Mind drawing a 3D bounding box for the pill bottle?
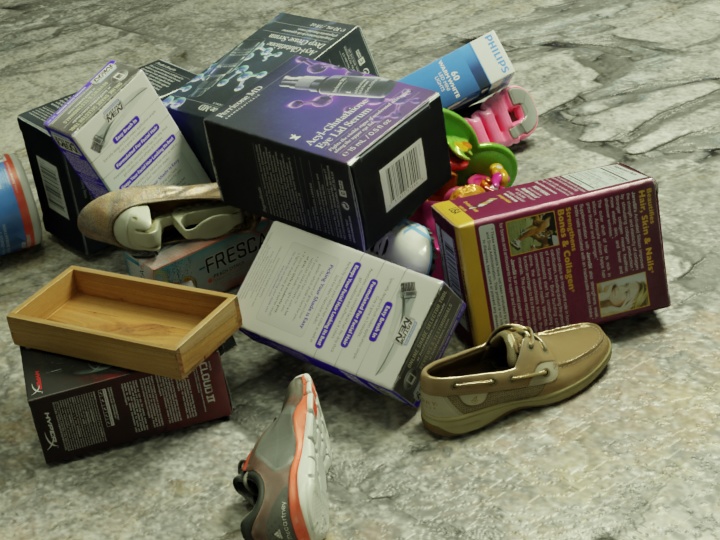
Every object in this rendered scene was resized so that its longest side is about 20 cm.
[{"bbox_3d":[-0.472,-0.054,1.791,0.199,0.113,0.112,-19,30,-16],"label":"pill bottle"}]

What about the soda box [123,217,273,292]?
[{"bbox_3d":[-0.151,-0.023,1.697,0.199,0.064,0.068,-26,34,-30],"label":"soda box"}]

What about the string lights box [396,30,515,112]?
[{"bbox_3d":[0.079,-0.206,1.866,0.199,0.059,0.103,-28,-3,-1],"label":"string lights box"}]

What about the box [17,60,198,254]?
[{"bbox_3d":[-0.272,-0.134,1.824,0.199,0.149,0.107,-26,34,-29],"label":"box"}]

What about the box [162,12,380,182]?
[{"bbox_3d":[-0.096,-0.187,1.766,0.200,0.107,0.148,-41,35,-24],"label":"box"}]

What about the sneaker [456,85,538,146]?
[{"bbox_3d":[0.113,-0.156,1.873,0.199,0.079,0.095,-23,10,-26],"label":"sneaker"}]

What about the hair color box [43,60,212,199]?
[{"bbox_3d":[-0.246,-0.117,1.725,0.065,0.200,0.109,23,62,42],"label":"hair color box"}]

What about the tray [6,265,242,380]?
[{"bbox_3d":[-0.219,0.047,1.462,0.199,0.037,0.099,10,34,30],"label":"tray"}]

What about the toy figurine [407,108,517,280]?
[{"bbox_3d":[0.101,-0.057,1.664,0.199,0.151,0.184,8,37,-23],"label":"toy figurine"}]

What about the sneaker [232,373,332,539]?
[{"bbox_3d":[-0.071,0.158,1.345,0.081,0.077,0.200,-12,28,7],"label":"sneaker"}]

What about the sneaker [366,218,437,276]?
[{"bbox_3d":[0.010,-0.037,1.588,0.072,0.072,0.200,6,22,-34],"label":"sneaker"}]

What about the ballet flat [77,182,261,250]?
[{"bbox_3d":[-0.196,-0.054,1.635,0.199,0.068,0.067,-11,37,-1],"label":"ballet flat"}]

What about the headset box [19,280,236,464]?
[{"bbox_3d":[-0.217,0.091,1.498,0.199,0.078,0.149,-15,29,-9],"label":"headset box"}]

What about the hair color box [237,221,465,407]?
[{"bbox_3d":[-0.015,0.039,1.470,0.199,0.065,0.110,21,79,33],"label":"hair color box"}]

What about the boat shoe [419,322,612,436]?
[{"bbox_3d":[0.143,0.084,1.423,0.199,0.065,0.071,-22,32,-24],"label":"boat shoe"}]

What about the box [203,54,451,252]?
[{"bbox_3d":[-0.033,-0.120,1.568,0.199,0.105,0.148,19,45,35],"label":"box"}]

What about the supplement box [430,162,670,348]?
[{"bbox_3d":[0.182,-0.016,1.508,0.199,0.132,0.103,-12,16,-9],"label":"supplement box"}]
